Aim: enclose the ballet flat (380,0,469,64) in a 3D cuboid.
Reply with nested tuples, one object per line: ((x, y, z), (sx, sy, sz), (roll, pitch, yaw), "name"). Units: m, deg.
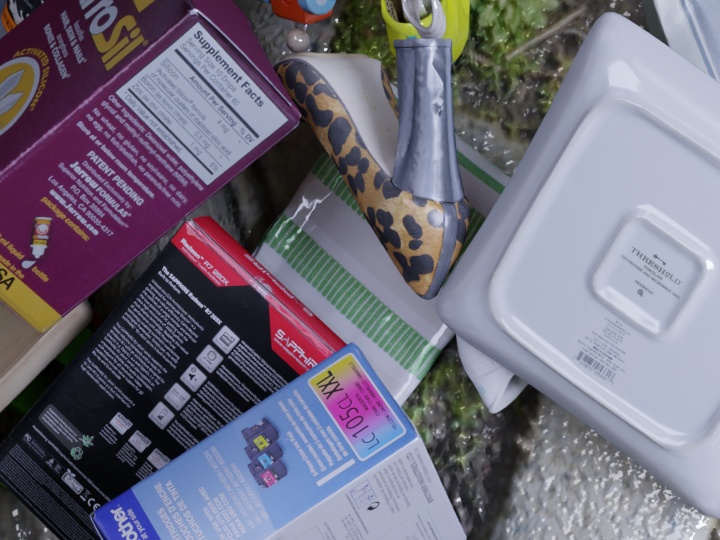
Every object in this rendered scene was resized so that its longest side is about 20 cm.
((0.037, -0.219, 1.311), (0.066, 0.067, 0.201), (-7, 69, 20), "ballet flat")

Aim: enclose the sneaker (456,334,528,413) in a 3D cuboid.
((0.147, 0.024, 1.174), (0.199, 0.075, 0.089), (-19, 78, 26), "sneaker")

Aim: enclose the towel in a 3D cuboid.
((0.000, 0.000, 1.280), (0.152, 0.023, 0.200), (40, 93, 32), "towel")

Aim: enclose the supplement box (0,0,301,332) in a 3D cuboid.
((-0.152, -0.084, 1.236), (0.200, 0.103, 0.131), (-39, 36, 8), "supplement box")

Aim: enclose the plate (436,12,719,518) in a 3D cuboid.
((0.154, 0.001, 1.114), (0.199, 0.032, 0.201), (36, 113, 16), "plate")

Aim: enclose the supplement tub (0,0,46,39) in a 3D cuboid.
((-0.146, -0.184, 1.330), (0.122, 0.122, 0.201), (42, 117, 33), "supplement tub")

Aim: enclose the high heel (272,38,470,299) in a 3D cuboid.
((-0.005, -0.055, 1.246), (0.200, 0.071, 0.143), (0, 92, 60), "high heel")

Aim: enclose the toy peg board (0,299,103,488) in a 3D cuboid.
((-0.249, 0.056, 1.368), (0.200, 0.098, 0.199), (-44, 43, 6), "toy peg board")

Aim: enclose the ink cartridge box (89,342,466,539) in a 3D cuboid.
((-0.054, 0.147, 1.159), (0.200, 0.137, 0.076), (-34, 57, -6), "ink cartridge box")

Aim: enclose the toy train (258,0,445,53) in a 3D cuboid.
((0.000, -0.201, 1.262), (0.200, 0.055, 0.151), (17, 124, 54), "toy train")

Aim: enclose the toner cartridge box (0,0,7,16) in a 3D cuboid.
((-0.217, -0.181, 1.419), (0.200, 0.095, 0.043), (-46, 57, 8), "toner cartridge box")

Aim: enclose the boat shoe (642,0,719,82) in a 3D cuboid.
((0.201, -0.138, 1.202), (0.071, 0.070, 0.202), (-15, 63, 2), "boat shoe")

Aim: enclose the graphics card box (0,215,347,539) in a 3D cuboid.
((-0.110, 0.082, 1.254), (0.125, 0.051, 0.200), (42, 103, 6), "graphics card box")
